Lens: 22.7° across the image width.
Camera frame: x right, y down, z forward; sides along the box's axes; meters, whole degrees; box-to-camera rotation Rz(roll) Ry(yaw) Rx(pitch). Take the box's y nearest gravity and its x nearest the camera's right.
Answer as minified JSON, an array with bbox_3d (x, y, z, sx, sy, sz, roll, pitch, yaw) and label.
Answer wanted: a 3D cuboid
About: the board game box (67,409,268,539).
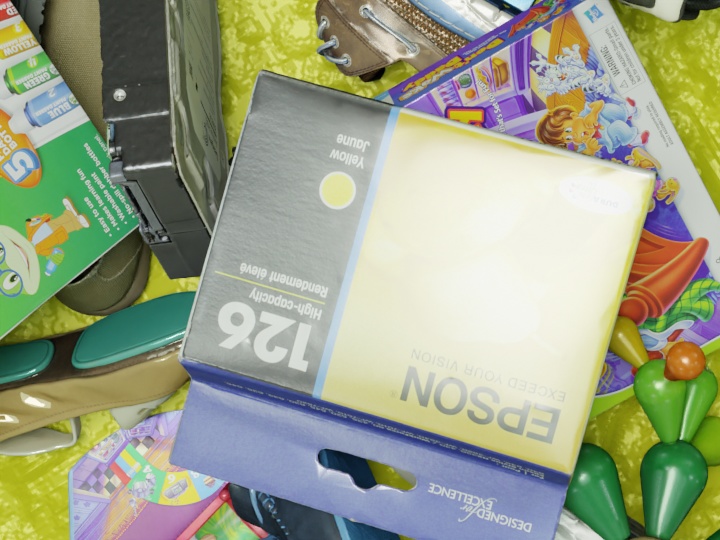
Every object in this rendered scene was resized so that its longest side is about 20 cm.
[{"bbox_3d":[-0.085,0.177,0.980,0.158,0.039,0.200,-1,92,5],"label":"board game box"}]

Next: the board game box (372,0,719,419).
[{"bbox_3d":[0.106,-0.029,0.924,0.134,0.045,0.200,-30,109,5],"label":"board game box"}]

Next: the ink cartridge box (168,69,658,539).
[{"bbox_3d":[0.019,0.025,0.852,0.197,0.047,0.200,15,91,9],"label":"ink cartridge box"}]

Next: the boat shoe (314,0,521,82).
[{"bbox_3d":[0.012,-0.135,0.948,0.200,0.072,0.072,31,101,7],"label":"boat shoe"}]

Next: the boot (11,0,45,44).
[{"bbox_3d":[-0.263,-0.141,0.904,0.200,0.066,0.165,10,61,-30],"label":"boot"}]

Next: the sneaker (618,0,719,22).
[{"bbox_3d":[0.145,-0.157,0.876,0.088,0.200,0.076,40,115,5],"label":"sneaker"}]

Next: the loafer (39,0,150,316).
[{"bbox_3d":[-0.143,-0.074,0.964,0.076,0.067,0.200,-4,92,4],"label":"loafer"}]

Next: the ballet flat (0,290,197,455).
[{"bbox_3d":[-0.150,0.061,0.971,0.200,0.069,0.063,-13,117,16],"label":"ballet flat"}]

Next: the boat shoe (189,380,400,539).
[{"bbox_3d":[-0.034,0.113,0.944,0.069,0.084,0.200,-34,54,13],"label":"boat shoe"}]

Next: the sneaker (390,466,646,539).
[{"bbox_3d":[0.075,0.140,0.953,0.200,0.075,0.087,35,100,4],"label":"sneaker"}]

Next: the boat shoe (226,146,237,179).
[{"bbox_3d":[0.000,0.000,0.940,0.062,0.075,0.200,-40,63,-10],"label":"boat shoe"}]

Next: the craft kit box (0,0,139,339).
[{"bbox_3d":[-0.227,-0.050,0.844,0.198,0.048,0.200,-42,108,-28],"label":"craft kit box"}]

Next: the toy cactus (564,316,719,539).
[{"bbox_3d":[0.159,0.122,0.891,0.200,0.102,0.165,27,69,-18],"label":"toy cactus"}]

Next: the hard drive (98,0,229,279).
[{"bbox_3d":[-0.097,-0.112,0.892,0.038,0.140,0.200,-6,68,5],"label":"hard drive"}]

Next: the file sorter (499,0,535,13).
[{"bbox_3d":[0.077,-0.257,0.914,0.139,0.123,0.200,31,93,3],"label":"file sorter"}]
